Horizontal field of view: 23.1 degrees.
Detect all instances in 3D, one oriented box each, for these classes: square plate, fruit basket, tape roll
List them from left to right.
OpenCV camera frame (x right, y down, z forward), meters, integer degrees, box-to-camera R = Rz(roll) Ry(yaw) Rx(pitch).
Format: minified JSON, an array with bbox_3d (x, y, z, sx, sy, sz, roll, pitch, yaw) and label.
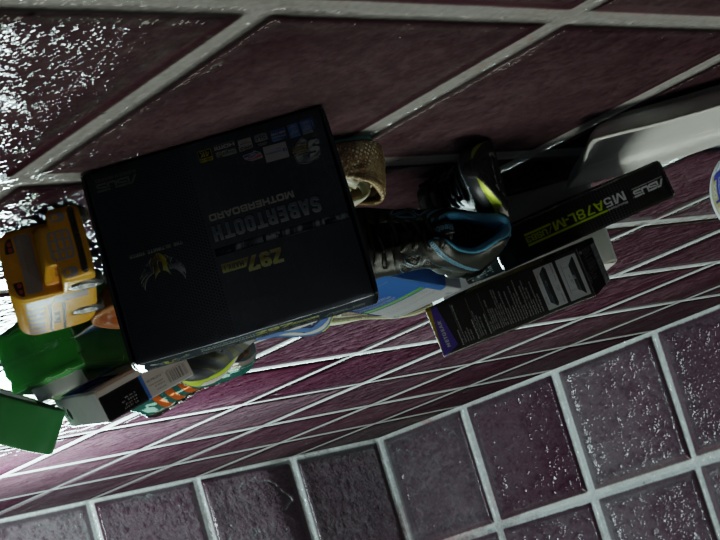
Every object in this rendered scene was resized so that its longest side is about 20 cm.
[{"bbox_3d":[-0.397,0.133,1.755,0.200,0.048,0.200,18,175,2],"label":"tape roll"},{"bbox_3d":[-0.264,0.070,1.797,0.185,0.094,0.200,-23,171,32],"label":"fruit basket"},{"bbox_3d":[0.309,-0.141,1.773,0.198,0.029,0.200,-17,170,-4],"label":"square plate"}]

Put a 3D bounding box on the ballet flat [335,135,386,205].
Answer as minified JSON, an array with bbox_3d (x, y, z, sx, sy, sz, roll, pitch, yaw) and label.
[{"bbox_3d":[-0.062,-0.066,1.458,0.200,0.065,0.071,-13,162,-25],"label":"ballet flat"}]

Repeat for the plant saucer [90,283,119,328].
[{"bbox_3d":[-0.153,0.014,1.628,0.200,0.038,0.200,-12,170,-2],"label":"plant saucer"}]

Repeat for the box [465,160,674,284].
[{"bbox_3d":[0.206,-0.047,1.819,0.193,0.048,0.200,-26,179,-9],"label":"box"}]

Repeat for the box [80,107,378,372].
[{"bbox_3d":[-0.101,-0.024,1.368,0.200,0.158,0.051,-16,170,-2],"label":"box"}]

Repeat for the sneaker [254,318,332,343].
[{"bbox_3d":[-0.123,0.048,1.974,0.200,0.074,0.082,-16,165,-16],"label":"sneaker"}]

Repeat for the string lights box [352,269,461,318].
[{"bbox_3d":[0.000,0.000,1.840,0.103,0.059,0.200,-25,156,38],"label":"string lights box"}]

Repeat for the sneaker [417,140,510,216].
[{"bbox_3d":[0.097,-0.070,1.694,0.081,0.074,0.200,-13,168,-1],"label":"sneaker"}]

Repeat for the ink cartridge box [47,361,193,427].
[{"bbox_3d":[-0.245,0.118,1.774,0.099,0.039,0.200,-30,-173,-22],"label":"ink cartridge box"}]

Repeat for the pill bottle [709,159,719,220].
[{"bbox_3d":[0.470,-0.110,1.945,0.119,0.120,0.200,-15,169,-8],"label":"pill bottle"}]

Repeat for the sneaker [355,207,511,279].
[{"bbox_3d":[0.043,-0.033,1.614,0.200,0.073,0.082,-4,163,-24],"label":"sneaker"}]

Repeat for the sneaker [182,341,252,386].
[{"bbox_3d":[-0.132,0.048,1.857,0.200,0.074,0.081,-39,167,-35],"label":"sneaker"}]

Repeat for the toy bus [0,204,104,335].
[{"bbox_3d":[-0.264,0.002,1.506,0.078,0.065,0.200,-13,170,-10],"label":"toy bus"}]

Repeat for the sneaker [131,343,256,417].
[{"bbox_3d":[-0.209,0.115,1.929,0.200,0.071,0.080,-7,132,3],"label":"sneaker"}]

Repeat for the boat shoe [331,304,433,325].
[{"bbox_3d":[0.022,0.021,2.059,0.202,0.075,0.075,-17,164,5],"label":"boat shoe"}]

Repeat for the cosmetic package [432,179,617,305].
[{"bbox_3d":[0.170,-0.024,1.957,0.200,0.108,0.085,-14,169,-8],"label":"cosmetic package"}]

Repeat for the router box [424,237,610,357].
[{"bbox_3d":[0.159,0.024,1.734,0.157,0.052,0.200,-23,179,12],"label":"router box"}]
